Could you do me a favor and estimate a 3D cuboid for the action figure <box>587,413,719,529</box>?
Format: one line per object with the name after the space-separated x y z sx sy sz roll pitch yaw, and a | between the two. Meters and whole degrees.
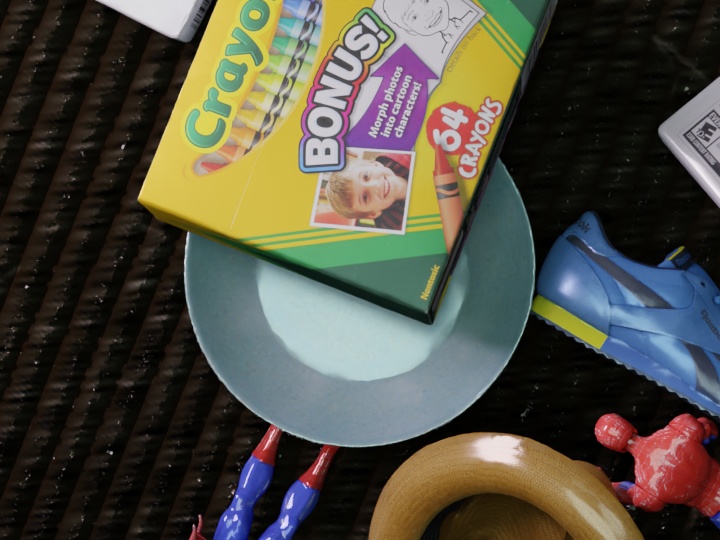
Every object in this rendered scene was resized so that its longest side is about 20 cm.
0.204 0.127 1.160 0.199 0.099 0.066 31 90 -18 | action figure

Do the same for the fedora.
0.097 0.167 1.135 0.199 0.082 0.202 16 121 29 | fedora

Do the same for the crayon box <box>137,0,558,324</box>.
-0.005 -0.096 1.138 0.171 0.058 0.202 21 84 8 | crayon box

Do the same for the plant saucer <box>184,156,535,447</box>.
0.000 0.000 1.175 0.199 0.039 0.203 0 83 4 | plant saucer

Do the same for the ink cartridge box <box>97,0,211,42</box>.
-0.151 -0.247 1.188 0.199 0.057 0.164 27 93 -1 | ink cartridge box

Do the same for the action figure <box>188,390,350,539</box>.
-0.071 0.170 1.188 0.065 0.052 0.201 26 95 0 | action figure

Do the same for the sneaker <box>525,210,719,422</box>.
0.193 0.038 1.153 0.199 0.066 0.079 31 89 4 | sneaker

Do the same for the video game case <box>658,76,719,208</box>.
0.290 -0.064 1.121 0.182 0.024 0.200 -39 60 4 | video game case
